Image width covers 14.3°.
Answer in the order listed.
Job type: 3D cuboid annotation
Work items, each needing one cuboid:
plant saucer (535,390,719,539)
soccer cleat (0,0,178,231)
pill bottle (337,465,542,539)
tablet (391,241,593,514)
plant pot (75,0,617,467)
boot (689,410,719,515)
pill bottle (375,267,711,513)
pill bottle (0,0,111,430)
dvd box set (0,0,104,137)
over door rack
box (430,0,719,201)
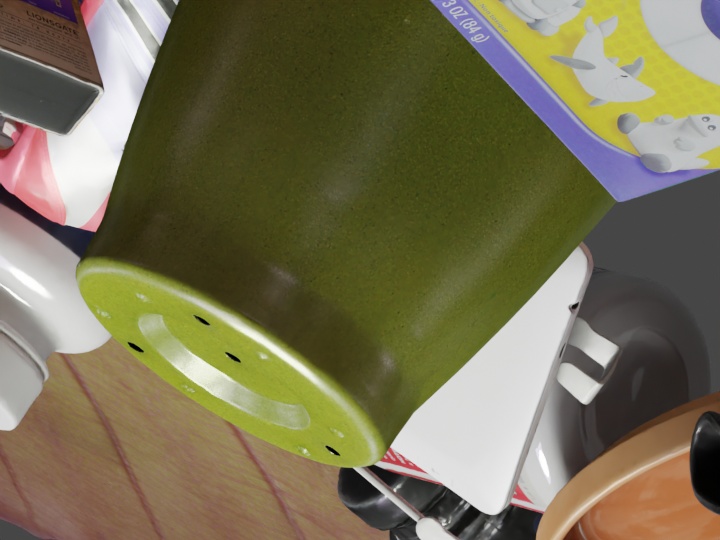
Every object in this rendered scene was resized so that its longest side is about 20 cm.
[{"bbox_3d":[0.171,0.096,1.222,0.199,0.032,0.201,-9,149,-5],"label":"plant saucer"},{"bbox_3d":[-0.084,-0.094,1.156,0.076,0.067,0.200,27,126,-9],"label":"soccer cleat"},{"bbox_3d":[0.087,0.147,1.542,0.200,0.112,0.112,40,161,-22],"label":"pill bottle"},{"bbox_3d":[0.000,0.000,1.194,0.200,0.014,0.131,33,121,26],"label":"tablet"},{"bbox_3d":[-0.001,-0.040,1.052,0.200,0.193,0.200,28,162,10],"label":"plant pot"},{"bbox_3d":[0.220,0.088,1.056,0.131,0.070,0.200,6,175,-32],"label":"boot"},{"bbox_3d":[0.054,0.045,1.324,0.200,0.112,0.112,11,154,48],"label":"pill bottle"},{"bbox_3d":[-0.134,-0.034,1.278,0.111,0.200,0.111,28,163,10],"label":"pill bottle"},{"bbox_3d":[-0.179,-0.145,1.068,0.146,0.029,0.200,19,-145,-37],"label":"dvd box set"},{"bbox_3d":[0.014,0.020,1.241,0.200,0.067,0.148,47,128,18],"label":"over door rack"},{"bbox_3d":[0.128,-0.094,0.833,0.200,0.048,0.117,-20,131,35],"label":"box"}]
